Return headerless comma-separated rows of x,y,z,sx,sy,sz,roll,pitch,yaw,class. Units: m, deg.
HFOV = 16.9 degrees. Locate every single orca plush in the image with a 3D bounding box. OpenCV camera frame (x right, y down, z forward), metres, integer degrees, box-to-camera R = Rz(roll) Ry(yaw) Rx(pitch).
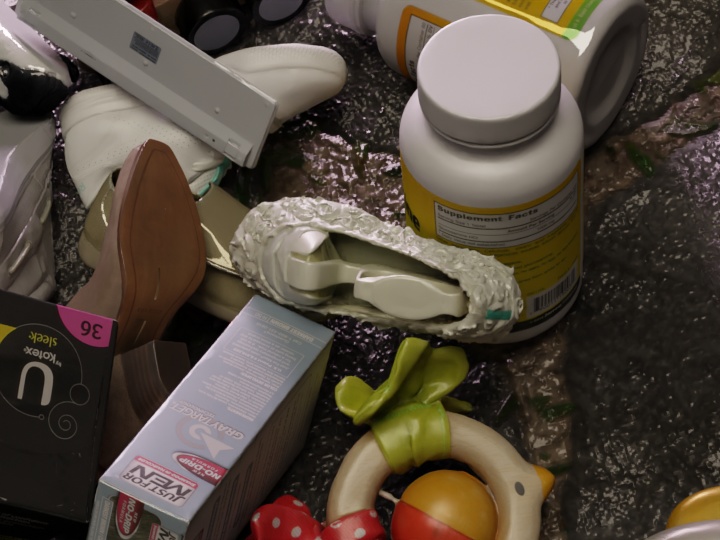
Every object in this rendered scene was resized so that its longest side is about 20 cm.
-0.266,-0.149,1.668,0.200,0.105,0.071,43,100,33,orca plush

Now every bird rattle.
0.026,0.145,1.445,0.162,0.113,0.201,27,70,4,bird rattle

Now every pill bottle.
0.080,-0.166,1.600,0.199,0.111,0.111,26,68,22,pill bottle
0.081,-0.056,1.479,0.112,0.201,0.113,-2,51,3,pill bottle

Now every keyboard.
-0.142,-0.140,1.583,0.199,0.057,0.011,33,31,12,keyboard

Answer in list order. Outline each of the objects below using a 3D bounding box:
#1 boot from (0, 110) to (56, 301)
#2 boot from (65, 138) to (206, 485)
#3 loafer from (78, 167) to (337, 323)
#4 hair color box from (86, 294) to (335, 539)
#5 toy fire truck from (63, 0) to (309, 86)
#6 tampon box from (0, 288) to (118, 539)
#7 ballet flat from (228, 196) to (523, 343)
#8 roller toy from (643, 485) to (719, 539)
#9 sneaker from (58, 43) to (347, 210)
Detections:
-0.235,-0.032,1.599,0.073,0.096,0.200,-10,25,13,boot
-0.166,0.034,1.518,0.146,0.070,0.201,-28,54,41,boot
-0.092,-0.017,1.556,0.199,0.069,0.076,13,31,17,loafer
-0.089,0.113,1.427,0.060,0.099,0.200,24,38,11,hair color box
-0.128,-0.221,1.614,0.175,0.200,0.129,-25,59,-6,toy fire truck
-0.255,0.091,1.425,0.149,0.200,0.127,16,67,-26,tampon box
0.000,0.000,1.450,0.199,0.072,0.072,11,63,24,ballet flat
0.203,0.236,1.335,0.182,0.140,0.200,38,72,25,roller toy
-0.100,-0.090,1.620,0.199,0.075,0.089,-14,71,9,sneaker
